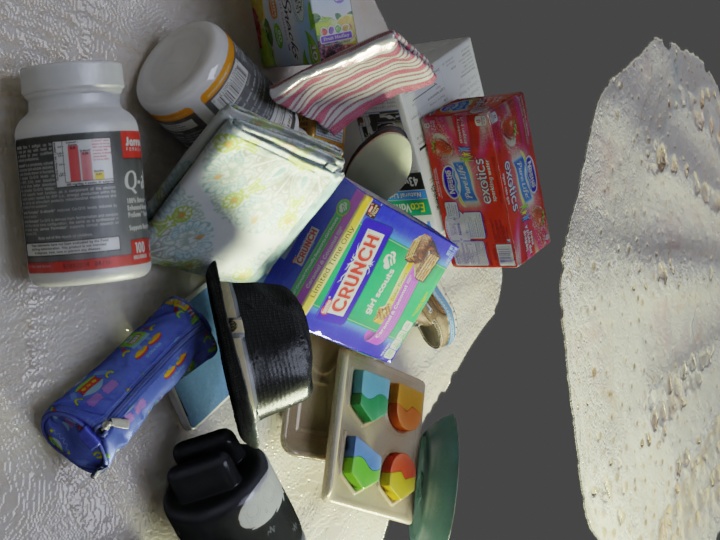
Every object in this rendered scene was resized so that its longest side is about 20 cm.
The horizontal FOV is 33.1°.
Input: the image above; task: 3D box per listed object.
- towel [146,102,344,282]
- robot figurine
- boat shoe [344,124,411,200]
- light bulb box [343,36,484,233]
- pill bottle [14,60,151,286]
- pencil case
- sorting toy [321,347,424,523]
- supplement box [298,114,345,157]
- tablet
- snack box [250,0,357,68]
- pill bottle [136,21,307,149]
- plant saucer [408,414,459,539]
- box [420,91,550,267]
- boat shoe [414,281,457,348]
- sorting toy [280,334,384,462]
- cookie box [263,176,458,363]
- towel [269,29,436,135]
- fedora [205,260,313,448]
[{"bbox_3d":[-0.130,-0.073,1.271,0.171,0.200,0.048,19,31,-44],"label":"towel"},{"bbox_3d":[-0.135,0.267,1.291,0.150,0.124,0.201,-44,123,-36],"label":"robot figurine"},{"bbox_3d":[0.013,-0.110,1.471,0.200,0.071,0.063,114,-10,-48],"label":"boat shoe"},{"bbox_3d":[0.073,-0.172,1.579,0.198,0.124,0.201,-41,122,-46],"label":"light bulb box"},{"bbox_3d":[-0.261,-0.090,1.135,0.116,0.115,0.201,-11,98,-53],"label":"pill bottle"},{"bbox_3d":[-0.222,0.111,1.195,0.200,0.087,0.078,-48,112,-38],"label":"pencil case"},{"bbox_3d":[0.025,0.207,1.502,0.200,0.036,0.186,30,61,-51],"label":"sorting toy"},{"bbox_3d":[-0.064,-0.121,1.443,0.069,0.066,0.201,9,81,-53],"label":"supplement box"},{"bbox_3d":[-0.155,0.073,1.358,0.200,0.014,0.131,-43,122,-46],"label":"tablet"},{"bbox_3d":[-0.070,-0.299,1.335,0.053,0.200,0.143,-16,104,-20],"label":"snack box"},{"bbox_3d":[-0.138,-0.163,1.304,0.200,0.116,0.117,45,55,-44],"label":"pill bottle"},{"bbox_3d":[0.092,0.287,1.593,0.200,0.036,0.201,-173,-90,-86],"label":"plant saucer"},{"bbox_3d":[0.157,-0.111,1.504,0.095,0.099,0.201,-33,116,-48],"label":"box"},{"bbox_3d":[0.070,0.036,1.625,0.072,0.072,0.201,-39,128,-23],"label":"boat shoe"},{"bbox_3d":[-0.035,0.139,1.506,0.185,0.036,0.201,21,68,-52],"label":"sorting toy"},{"bbox_3d":[0.000,0.000,1.418,0.200,0.075,0.172,25,97,-50],"label":"cookie box"},{"bbox_3d":[-0.002,-0.201,1.313,0.030,0.146,0.200,67,14,8],"label":"towel"},{"bbox_3d":[-0.099,0.079,1.255,0.091,0.201,0.202,-11,101,-9],"label":"fedora"}]
